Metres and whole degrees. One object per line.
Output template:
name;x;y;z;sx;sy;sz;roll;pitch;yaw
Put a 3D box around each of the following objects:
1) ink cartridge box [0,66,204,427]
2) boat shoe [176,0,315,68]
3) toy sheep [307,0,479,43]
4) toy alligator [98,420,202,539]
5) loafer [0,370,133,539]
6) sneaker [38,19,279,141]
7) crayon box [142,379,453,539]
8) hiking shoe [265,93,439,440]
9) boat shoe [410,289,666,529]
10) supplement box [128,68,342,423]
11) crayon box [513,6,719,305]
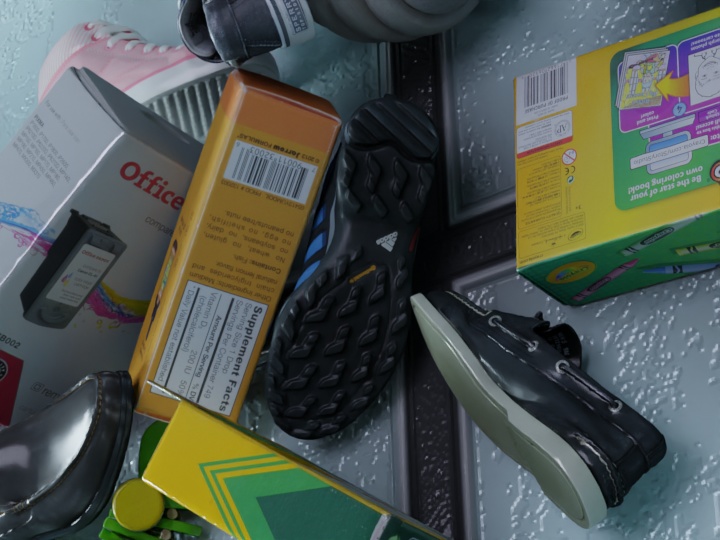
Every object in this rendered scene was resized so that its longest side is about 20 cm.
ink cartridge box;-0.173;-0.002;1.309;0.200;0.147;0.086;-49;47;10
boat shoe;-0.077;-0.153;1.266;0.067;0.072;0.200;-24;17;-5
toy sheep;0.013;-0.198;1.265;0.200;0.138;0.139;29;88;53
toy alligator;-0.135;0.187;1.252;0.054;0.059;0.201;22;81;3
loafer;-0.196;0.122;1.271;0.200;0.072;0.073;-50;32;38
sneaker;-0.140;-0.130;1.394;0.199;0.075;0.105;-24;60;34
crayon box;-0.026;0.131;1.136;0.199;0.125;0.052;25;85;44
hiking shoe;0.000;0.000;1.229;0.087;0.074;0.201;-97;27;-85
boat shoe;0.092;0.057;1.119;0.066;0.075;0.199;-31;31;-9
supplement box;-0.075;-0.010;1.244;0.067;0.068;0.201;-120;51;-73
crayon box;0.176;-0.066;1.115;0.199;0.058;0.120;-17;59;33
